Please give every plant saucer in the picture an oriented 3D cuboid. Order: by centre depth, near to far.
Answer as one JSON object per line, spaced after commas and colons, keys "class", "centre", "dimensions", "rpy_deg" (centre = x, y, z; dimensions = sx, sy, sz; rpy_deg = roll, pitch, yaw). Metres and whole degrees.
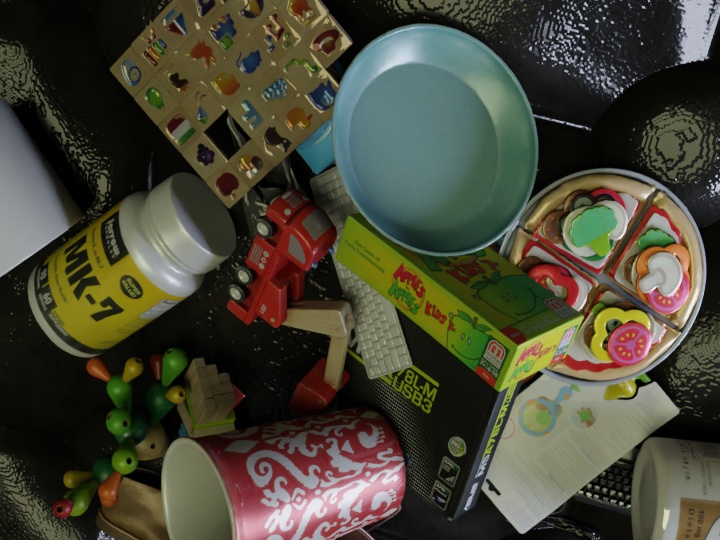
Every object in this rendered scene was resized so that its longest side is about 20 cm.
{"class": "plant saucer", "centre": [0.062, -0.111, 0.875], "dimensions": [0.197, 0.036, 0.204], "rpy_deg": [3, 82, -20]}

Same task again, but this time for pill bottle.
{"class": "pill bottle", "centre": [0.364, 0.223, 0.941], "dimensions": [0.196, 0.115, 0.116], "rpy_deg": [5, 114, 3]}
{"class": "pill bottle", "centre": [-0.226, -0.007, 1.001], "dimensions": [0.199, 0.115, 0.115], "rpy_deg": [-32, 102, 23]}

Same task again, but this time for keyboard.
{"class": "keyboard", "centre": [0.000, 0.000, 0.955], "dimensions": [0.056, 0.011, 0.203], "rpy_deg": [-22, 83, 45]}
{"class": "keyboard", "centre": [0.217, 0.225, 1.036], "dimensions": [0.197, 0.021, 0.129], "rpy_deg": [14, 115, 9]}

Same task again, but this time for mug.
{"class": "mug", "centre": [-0.074, 0.212, 0.936], "dimensions": [0.134, 0.198, 0.179], "rpy_deg": [57, 137, 28]}

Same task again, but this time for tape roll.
{"class": "tape roll", "centre": [-0.390, -0.055, 0.974], "dimensions": [0.201, 0.203, 0.140], "rpy_deg": [-27, 104, 23]}

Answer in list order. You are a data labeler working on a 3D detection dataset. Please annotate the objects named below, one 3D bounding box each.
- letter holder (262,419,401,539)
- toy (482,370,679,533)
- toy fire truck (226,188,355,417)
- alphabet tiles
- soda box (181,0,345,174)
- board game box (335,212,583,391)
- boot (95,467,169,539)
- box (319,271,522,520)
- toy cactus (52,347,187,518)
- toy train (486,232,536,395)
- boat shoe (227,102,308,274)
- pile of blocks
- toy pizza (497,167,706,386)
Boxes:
{"class": "letter holder", "centre": [-0.059, 0.266, 1.045], "dimensions": [0.142, 0.101, 0.199], "rpy_deg": [-39, 120, 22]}
{"class": "toy", "centre": [0.198, 0.152, 0.988], "dimensions": [0.199, 0.047, 0.115], "rpy_deg": [-41, 97, 16]}
{"class": "toy fire truck", "centre": [-0.054, 0.036, 0.946], "dimensions": [0.140, 0.049, 0.201], "rpy_deg": [37, 133, 9]}
{"class": "alphabet tiles", "centre": [-0.107, -0.176, 0.884], "dimensions": [0.199, 0.008, 0.168], "rpy_deg": [-37, 99, 27]}
{"class": "soda box", "centre": [-0.071, -0.192, 0.908], "dimensions": [0.064, 0.068, 0.201], "rpy_deg": [-34, 101, 25]}
{"class": "board game box", "centre": [0.083, 0.014, 0.870], "dimensions": [0.199, 0.101, 0.048], "rpy_deg": [39, 126, 30]}
{"class": "boot", "centre": [-0.207, 0.292, 1.148], "dimensions": [0.197, 0.074, 0.077], "rpy_deg": [23, 106, 7]}
{"class": "box", "centre": [0.054, 0.102, 0.964], "dimensions": [0.199, 0.047, 0.196], "rpy_deg": [35, 123, 32]}
{"class": "toy cactus", "centre": [-0.247, 0.172, 1.061], "dimensions": [0.101, 0.165, 0.203], "rpy_deg": [21, 75, 11]}
{"class": "toy train", "centre": [0.125, 0.037, 0.961], "dimensions": [0.149, 0.056, 0.201], "rpy_deg": [-33, 101, 23]}
{"class": "boat shoe", "centre": [-0.091, -0.078, 0.964], "dimensions": [0.071, 0.063, 0.203], "rpy_deg": [-4, 111, 16]}
{"class": "pile of blocks", "centre": [-0.161, 0.179, 1.099], "dimensions": [0.061, 0.082, 0.203], "rpy_deg": [-6, 127, -27]}
{"class": "toy pizza", "centre": [0.219, 0.010, 0.904], "dimensions": [0.196, 0.032, 0.204], "rpy_deg": [-1, 102, -4]}
